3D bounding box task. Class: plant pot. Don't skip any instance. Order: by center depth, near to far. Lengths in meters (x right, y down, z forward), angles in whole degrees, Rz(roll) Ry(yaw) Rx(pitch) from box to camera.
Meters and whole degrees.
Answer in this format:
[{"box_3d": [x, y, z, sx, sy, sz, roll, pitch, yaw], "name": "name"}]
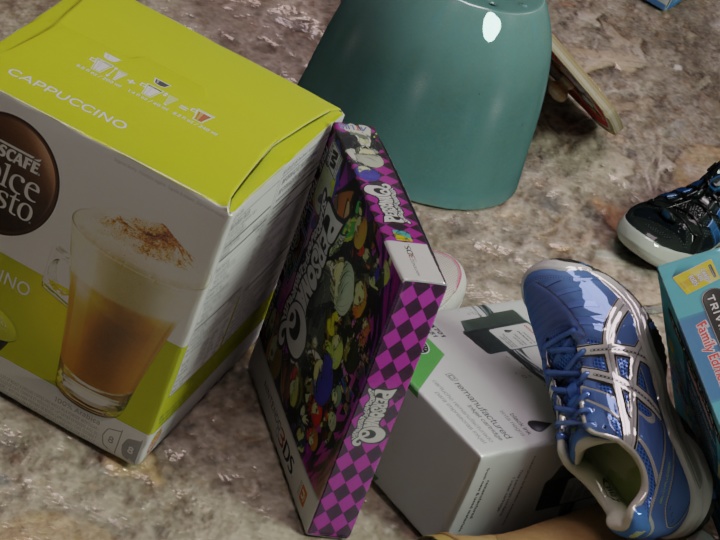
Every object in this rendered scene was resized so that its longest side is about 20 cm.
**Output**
[{"box_3d": [0.062, -0.172, 2.139, 0.200, 0.162, 0.201, 17, 29, -9], "name": "plant pot"}]

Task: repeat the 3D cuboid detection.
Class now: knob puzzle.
[{"box_3d": [0.155, -0.178, 2.266, 0.220, 0.030, 0.220, 49, 1, -1], "name": "knob puzzle"}]

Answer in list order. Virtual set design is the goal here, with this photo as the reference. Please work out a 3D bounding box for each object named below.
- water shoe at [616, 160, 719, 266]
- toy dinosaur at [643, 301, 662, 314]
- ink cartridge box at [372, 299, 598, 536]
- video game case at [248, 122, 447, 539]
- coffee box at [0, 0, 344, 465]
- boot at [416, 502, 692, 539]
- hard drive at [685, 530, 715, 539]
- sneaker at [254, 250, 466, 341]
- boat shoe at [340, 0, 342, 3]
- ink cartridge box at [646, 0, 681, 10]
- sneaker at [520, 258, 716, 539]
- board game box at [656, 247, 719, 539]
[{"box_3d": [0.283, -0.058, 2.187, 0.071, 0.079, 0.200, 38, 32, 27], "name": "water shoe"}, {"box_3d": [0.292, 0.048, 1.814, 0.199, 0.048, 0.088, 25, 25, 7], "name": "toy dinosaur"}, {"box_3d": [0.093, 0.097, 1.789, 0.199, 0.083, 0.147, -7, 41, -43], "name": "ink cartridge box"}, {"box_3d": [-0.012, 0.037, 1.697, 0.036, 0.201, 0.182, 7, 33, -22], "name": "video game case"}, {"box_3d": [-0.158, -0.037, 1.717, 0.199, 0.198, 0.200, 27, 29, 9], "name": "coffee box"}, {"box_3d": [0.149, 0.208, 1.664, 0.199, 0.066, 0.175, -3, 39, -41], "name": "boot"}, {"box_3d": [0.213, 0.256, 1.616, 0.132, 0.027, 0.200, 52, 31, -2], "name": "hard drive"}, {"box_3d": [0.000, 0.000, 1.881, 0.199, 0.089, 0.081, -3, 38, -39], "name": "sneaker"}, {"box_3d": [0.034, -0.267, 2.368, 0.090, 0.071, 0.201, 13, 28, -8], "name": "boat shoe"}, {"box_3d": [0.298, -0.351, 2.683, 0.145, 0.084, 0.200, 31, 30, 15], "name": "ink cartridge box"}, {"box_3d": [0.156, 0.081, 1.701, 0.077, 0.076, 0.201, -10, 67, -48], "name": "sneaker"}, {"box_3d": [0.242, 0.105, 1.712, 0.047, 0.200, 0.152, -17, 55, -1], "name": "board game box"}]
